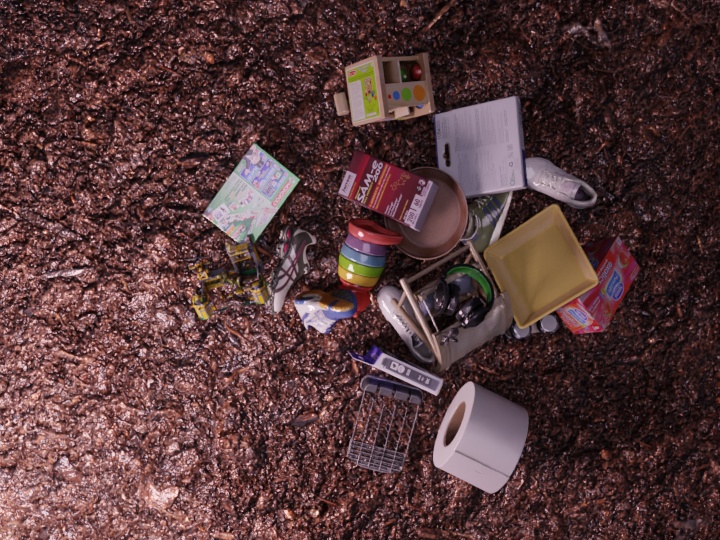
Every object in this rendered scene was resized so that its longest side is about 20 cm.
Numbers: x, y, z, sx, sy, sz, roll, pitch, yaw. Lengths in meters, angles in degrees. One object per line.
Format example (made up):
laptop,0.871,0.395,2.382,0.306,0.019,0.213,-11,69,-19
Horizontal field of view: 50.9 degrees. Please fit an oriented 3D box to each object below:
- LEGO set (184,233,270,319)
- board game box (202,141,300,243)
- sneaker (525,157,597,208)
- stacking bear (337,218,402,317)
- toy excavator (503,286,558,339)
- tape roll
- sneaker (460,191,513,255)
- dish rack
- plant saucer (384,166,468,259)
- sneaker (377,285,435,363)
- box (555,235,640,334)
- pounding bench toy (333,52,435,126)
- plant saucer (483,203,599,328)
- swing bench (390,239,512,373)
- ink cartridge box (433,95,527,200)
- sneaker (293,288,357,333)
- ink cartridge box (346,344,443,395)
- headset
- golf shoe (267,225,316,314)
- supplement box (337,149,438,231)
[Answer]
LEGO set,-0.294,0.006,1.648,0.195,0.156,0.117,-10,131,9
board game box,-0.245,-0.165,1.705,0.134,0.029,0.201,37,92,-5
sneaker,0.442,-0.201,1.694,0.196,0.100,0.076,23,95,-2
stacking bear,0.000,0.000,1.687,0.120,0.112,0.204,28,109,39
toy excavator,0.401,0.043,1.719,0.190,0.100,0.205,-11,86,-3
tape roll,0.265,0.368,1.677,0.137,0.203,0.206,25,93,-5
sneaker,0.282,-0.140,1.706,0.088,0.067,0.205,15,96,-8
dish rack,0.054,0.358,1.743,0.150,0.055,0.205,15,95,-2
plant saucer,0.149,-0.127,1.692,0.196,0.037,0.206,2,94,22
sneaker,0.110,0.120,1.714,0.076,0.081,0.202,-37,93,2
box,0.519,0.032,1.671,0.100,0.095,0.201,48,63,-15
pounding bench toy,0.050,-0.391,1.660,0.153,0.198,0.128,-13,98,-32
plant saucer,0.392,-0.006,1.640,0.198,0.048,0.203,-34,66,23
swing bench,0.203,0.080,1.638,0.196,0.130,0.202,-28,73,-18
ink cartridge box,0.265,-0.266,1.679,0.196,0.043,0.202,-7,84,30
sneaker,-0.065,0.094,1.666,0.075,0.198,0.090,-29,109,-33
ink cartridge box,0.071,0.206,1.660,0.196,0.198,0.044,24,87,-4
headset,0.204,0.067,1.528,0.122,0.094,0.202,29,58,1
golf shoe,-0.159,0.005,1.699,0.086,0.077,0.205,13,95,-12
supplement box,0.060,-0.176,1.666,0.197,0.061,0.111,25,93,20
